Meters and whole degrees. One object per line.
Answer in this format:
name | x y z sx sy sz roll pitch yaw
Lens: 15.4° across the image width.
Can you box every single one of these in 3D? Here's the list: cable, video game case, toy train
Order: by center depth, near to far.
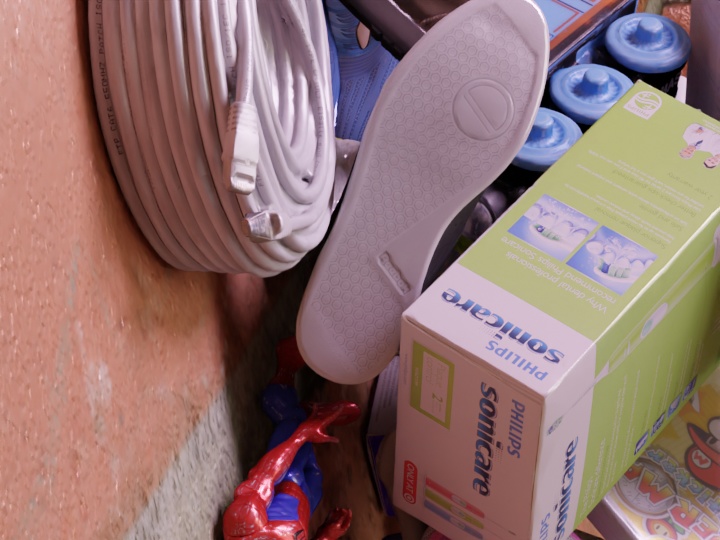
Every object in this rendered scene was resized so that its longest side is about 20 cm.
cable | -0.061 -0.095 1.181 0.200 0.069 0.201 34 49 -74
toy train | 0.089 -0.084 1.377 0.200 0.114 0.087 -41 148 -39
video game case | 0.179 0.084 1.398 0.200 0.182 0.023 50 -39 16

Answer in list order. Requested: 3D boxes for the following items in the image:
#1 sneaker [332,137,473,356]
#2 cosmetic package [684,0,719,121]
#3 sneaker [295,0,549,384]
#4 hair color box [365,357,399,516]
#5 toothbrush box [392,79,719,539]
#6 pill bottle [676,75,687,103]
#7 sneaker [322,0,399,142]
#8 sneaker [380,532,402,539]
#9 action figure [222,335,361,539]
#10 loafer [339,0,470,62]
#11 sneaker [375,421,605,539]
sneaker | 0.000 0.000 1.392 0.200 0.105 0.076 29 44 -36
cosmetic package | 0.214 -0.054 1.358 0.200 0.052 0.151 -106 -166 -52
sneaker | 0.024 -0.042 1.267 0.200 0.071 0.099 -63 -175 0
hair color box | 0.111 0.078 1.510 0.109 0.199 0.065 -76 155 -58
toothbrush box | 0.108 0.029 1.289 0.200 0.086 0.146 -46 153 -33
pill bottle | 0.102 -0.045 1.552 0.111 0.199 0.112 -8 90 -78
sneaker | 0.011 -0.127 1.458 0.079 0.089 0.201 59 27 -62
sneaker | 0.030 0.213 1.348 0.115 0.080 0.200 67 21 -53
action figure | -0.031 0.100 1.240 0.200 0.052 0.066 -72 155 -59
loafer | -0.004 -0.173 1.299 0.200 0.071 0.073 43 -1 -11
sneaker | 0.071 0.148 1.349 0.200 0.081 0.088 50 27 23
